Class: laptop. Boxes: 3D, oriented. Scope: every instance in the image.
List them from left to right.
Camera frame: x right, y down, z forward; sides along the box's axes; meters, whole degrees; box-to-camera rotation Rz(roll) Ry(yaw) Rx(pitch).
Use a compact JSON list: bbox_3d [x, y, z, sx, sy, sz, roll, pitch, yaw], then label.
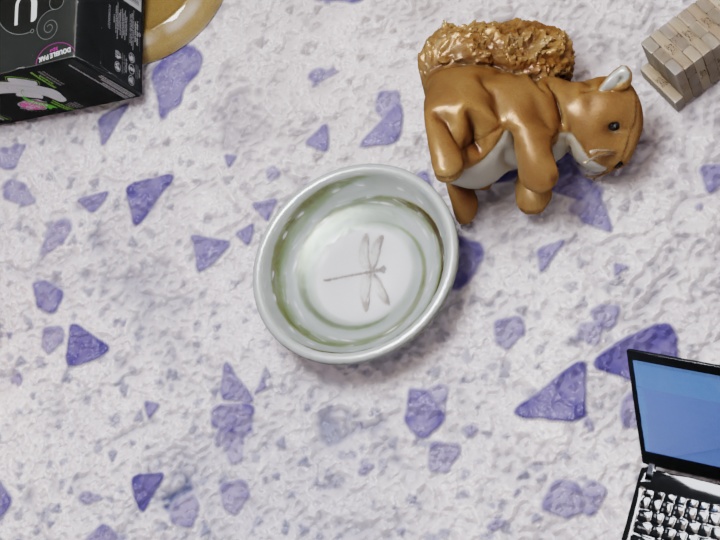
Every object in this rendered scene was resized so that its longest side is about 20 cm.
[{"bbox_3d":[0.274,0.183,1.181,0.177,0.103,0.200,10,75,34],"label":"laptop"}]

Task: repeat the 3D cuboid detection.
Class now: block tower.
[{"bbox_3d":[0.345,-0.232,1.393,0.200,0.058,0.054,-39,58,3],"label":"block tower"}]

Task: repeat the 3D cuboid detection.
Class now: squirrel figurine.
[{"bbox_3d":[0.154,-0.154,1.390,0.187,0.142,0.200,-13,65,9],"label":"squirrel figurine"}]

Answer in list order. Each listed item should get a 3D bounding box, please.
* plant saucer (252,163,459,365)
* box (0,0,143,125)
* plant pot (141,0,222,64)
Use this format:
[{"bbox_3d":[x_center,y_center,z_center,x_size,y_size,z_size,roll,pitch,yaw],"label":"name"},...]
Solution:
[{"bbox_3d":[0.000,0.000,1.426,0.200,0.050,0.200,-9,63,18],"label":"plant saucer"},{"bbox_3d":[-0.343,-0.250,1.616,0.200,0.124,0.149,-8,73,24],"label":"box"},{"bbox_3d":[-0.237,-0.316,1.682,0.200,0.027,0.200,-9,63,18],"label":"plant pot"}]
